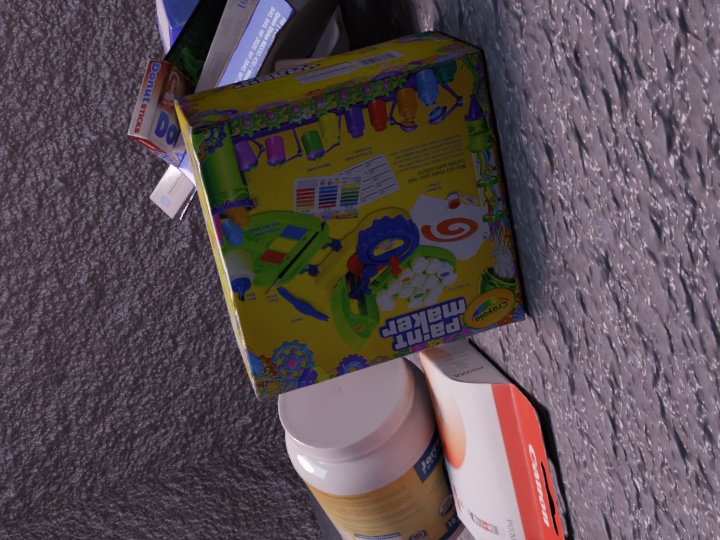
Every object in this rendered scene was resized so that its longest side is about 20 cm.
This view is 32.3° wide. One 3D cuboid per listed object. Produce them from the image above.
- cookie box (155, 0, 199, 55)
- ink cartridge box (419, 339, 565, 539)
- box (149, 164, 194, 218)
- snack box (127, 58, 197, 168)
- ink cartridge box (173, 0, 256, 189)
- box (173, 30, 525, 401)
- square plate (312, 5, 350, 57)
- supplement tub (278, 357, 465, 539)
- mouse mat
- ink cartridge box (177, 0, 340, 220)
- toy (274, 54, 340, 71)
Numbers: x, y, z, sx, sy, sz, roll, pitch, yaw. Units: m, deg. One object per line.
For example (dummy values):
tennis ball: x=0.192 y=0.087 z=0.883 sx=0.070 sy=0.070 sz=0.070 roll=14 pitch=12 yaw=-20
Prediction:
cookie box: x=-0.136 y=-0.289 z=1.352 sx=0.200 sy=0.169 sz=0.076 roll=134 pitch=116 yaw=-79
ink cartridge box: x=0.107 y=0.161 z=0.995 sx=0.200 sy=0.049 sz=0.165 roll=-126 pitch=21 yaw=-74
box: x=-0.150 y=-0.164 z=1.451 sx=0.041 sy=0.200 sz=0.156 roll=40 pitch=133 yaw=-2
snack box: x=-0.167 y=-0.136 z=1.185 sx=0.200 sy=0.024 sz=0.073 roll=38 pitch=-113 yaw=-75
ink cartridge box: x=-0.119 y=-0.175 z=1.201 sx=0.094 sy=0.043 sz=0.203 roll=70 pitch=-146 yaw=-65
box: x=-0.008 y=-0.043 z=0.869 sx=0.122 sy=0.197 sz=0.196 roll=-130 pitch=26 yaw=-69
square plate: x=-0.059 y=-0.157 z=1.175 sx=0.202 sy=0.028 sz=0.199 roll=-63 pitch=16 yaw=20
supplement tub: x=0.016 y=0.166 z=1.143 sx=0.201 sy=0.143 sz=0.146 roll=62 pitch=-178 yaw=-45
mouse mat: x=-0.147 y=-0.184 z=1.272 sx=0.007 sy=0.163 sz=0.200 roll=25 pitch=170 yaw=24
ink cartridge box: x=-0.085 y=-0.166 z=1.031 sx=0.199 sy=0.047 sz=0.200 roll=-56 pitch=-2 yaw=36
toy: x=-0.012 y=-0.134 z=1.042 sx=0.201 sy=0.113 sz=0.048 roll=91 pitch=173 yaw=-61
